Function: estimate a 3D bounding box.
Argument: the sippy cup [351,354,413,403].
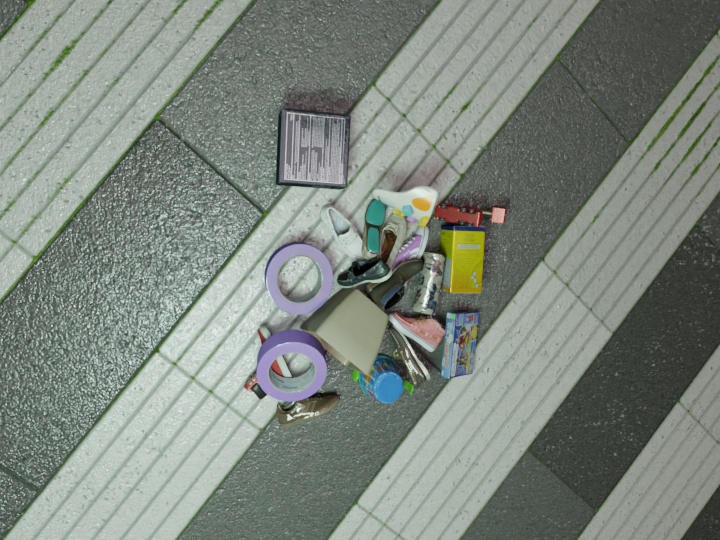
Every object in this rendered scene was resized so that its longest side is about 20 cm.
[{"bbox_3d":[0.070,0.340,1.698,0.174,0.130,0.143,-20,101,-11],"label":"sippy cup"}]

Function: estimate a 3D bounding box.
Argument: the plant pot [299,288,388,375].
[{"bbox_3d":[-0.032,0.164,1.628,0.199,0.199,0.178,40,77,-15],"label":"plant pot"}]

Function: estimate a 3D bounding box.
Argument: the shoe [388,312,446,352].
[{"bbox_3d":[0.181,0.166,1.730,0.199,0.072,0.092,36,100,-20],"label":"shoe"}]

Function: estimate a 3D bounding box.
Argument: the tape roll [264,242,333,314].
[{"bbox_3d":[-0.181,0.021,1.623,0.195,0.085,0.205,-1,96,-14],"label":"tape roll"}]

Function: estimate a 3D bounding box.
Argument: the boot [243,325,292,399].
[{"bbox_3d":[-0.295,0.275,1.633,0.142,0.072,0.204,-24,105,-9],"label":"boot"}]

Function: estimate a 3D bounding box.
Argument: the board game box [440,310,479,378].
[{"bbox_3d":[0.317,0.232,1.763,0.134,0.034,0.205,2,96,-45],"label":"board game box"}]

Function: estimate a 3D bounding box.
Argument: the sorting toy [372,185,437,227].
[{"bbox_3d":[0.121,-0.204,1.628,0.176,0.200,0.109,18,94,1],"label":"sorting toy"}]

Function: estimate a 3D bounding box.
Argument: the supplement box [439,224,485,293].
[{"bbox_3d":[0.313,-0.037,1.726,0.107,0.109,0.205,1,97,-13],"label":"supplement box"}]

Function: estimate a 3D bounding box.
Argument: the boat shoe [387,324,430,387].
[{"bbox_3d":[0.138,0.263,1.712,0.059,0.072,0.202,-32,79,-6],"label":"boat shoe"}]

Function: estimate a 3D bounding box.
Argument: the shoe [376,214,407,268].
[{"bbox_3d":[0.094,-0.092,1.660,0.068,0.054,0.204,11,70,16],"label":"shoe"}]

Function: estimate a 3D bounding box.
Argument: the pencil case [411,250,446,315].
[{"bbox_3d":[0.209,0.040,1.717,0.076,0.089,0.205,5,100,-24],"label":"pencil case"}]

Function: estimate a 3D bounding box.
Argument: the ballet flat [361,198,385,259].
[{"bbox_3d":[0.031,-0.121,1.659,0.067,0.067,0.204,19,58,-13],"label":"ballet flat"}]

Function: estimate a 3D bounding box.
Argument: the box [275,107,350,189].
[{"bbox_3d":[-0.137,-0.340,1.572,0.193,0.123,0.205,2,94,-15],"label":"box"}]

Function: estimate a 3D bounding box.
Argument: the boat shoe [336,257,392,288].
[{"bbox_3d":[-0.001,0.002,1.619,0.067,0.197,0.075,57,49,-27],"label":"boat shoe"}]

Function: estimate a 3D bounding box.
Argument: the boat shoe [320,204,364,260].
[{"bbox_3d":[-0.045,-0.107,1.649,0.071,0.069,0.201,-43,105,-7],"label":"boat shoe"}]

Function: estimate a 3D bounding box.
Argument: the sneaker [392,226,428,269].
[{"bbox_3d":[0.127,-0.062,1.698,0.113,0.073,0.204,27,90,-12],"label":"sneaker"}]

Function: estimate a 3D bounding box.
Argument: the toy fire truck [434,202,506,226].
[{"bbox_3d":[0.340,-0.177,1.720,0.196,0.141,0.050,13,110,24],"label":"toy fire truck"}]

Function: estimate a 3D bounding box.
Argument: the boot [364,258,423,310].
[{"bbox_3d":[0.118,0.044,1.626,0.197,0.097,0.075,-30,136,-9],"label":"boot"}]

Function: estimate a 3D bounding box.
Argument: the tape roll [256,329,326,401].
[{"bbox_3d":[-0.194,0.270,1.570,0.195,0.066,0.204,-4,117,-7],"label":"tape roll"}]

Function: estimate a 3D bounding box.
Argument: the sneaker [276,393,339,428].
[{"bbox_3d":[-0.160,0.406,1.679,0.196,0.070,0.077,-22,100,-11],"label":"sneaker"}]
